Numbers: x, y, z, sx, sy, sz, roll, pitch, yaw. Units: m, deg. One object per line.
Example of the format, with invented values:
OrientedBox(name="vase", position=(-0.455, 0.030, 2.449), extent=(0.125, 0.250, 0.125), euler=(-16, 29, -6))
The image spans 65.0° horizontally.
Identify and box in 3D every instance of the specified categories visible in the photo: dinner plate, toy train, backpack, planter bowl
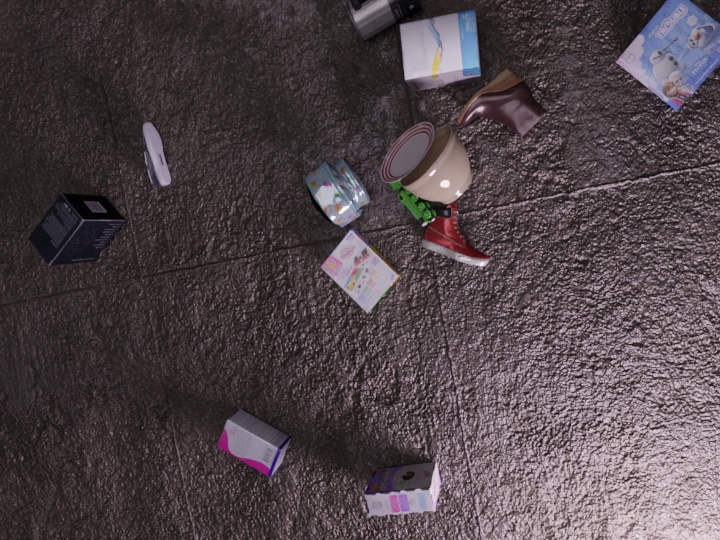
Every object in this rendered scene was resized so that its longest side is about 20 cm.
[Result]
OrientedBox(name="dinner plate", position=(0.132, -0.320, 1.551), extent=(0.024, 0.201, 0.201), euler=(33, 107, -29))
OrientedBox(name="toy train", position=(0.140, -0.208, 1.599), extent=(0.056, 0.041, 0.202), euler=(-46, 70, 33))
OrientedBox(name="backpack", position=(-0.067, -0.220, 1.589), extent=(0.152, 0.200, 0.178), euler=(-33, 87, 15))
OrientedBox(name="planter bowl", position=(0.219, -0.268, 1.529), extent=(0.134, 0.201, 0.201), euler=(36, 105, -20))

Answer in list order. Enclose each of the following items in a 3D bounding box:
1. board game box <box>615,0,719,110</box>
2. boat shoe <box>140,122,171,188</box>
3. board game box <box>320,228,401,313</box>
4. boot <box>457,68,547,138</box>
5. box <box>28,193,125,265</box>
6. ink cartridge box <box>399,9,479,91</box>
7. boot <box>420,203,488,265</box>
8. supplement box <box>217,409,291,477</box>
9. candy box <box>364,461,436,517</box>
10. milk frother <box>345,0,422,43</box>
OrientedBox(name="board game box", position=(0.788, -0.548, 1.413), extent=(0.198, 0.043, 0.201), euler=(41, 104, 9))
OrientedBox(name="boat shoe", position=(-0.666, -0.365, 1.801), extent=(0.066, 0.072, 0.205), euler=(-13, 99, 14))
OrientedBox(name="board game box", position=(0.000, 0.000, 1.676), extent=(0.200, 0.040, 0.153), euler=(44, 104, 7))
OrientedBox(name="boot", position=(0.378, -0.419, 1.517), extent=(0.199, 0.072, 0.167), euler=(-40, 83, 11))
OrientedBox(name="box", position=(-0.907, -0.132, 1.817), extent=(0.124, 0.200, 0.197), euler=(45, 104, 8))
OrientedBox(name="ink cartridge box", position=(0.215, -0.579, 1.506), extent=(0.195, 0.147, 0.150), euler=(-5, 95, 14))
OrientedBox(name="boot", position=(0.281, -0.104, 1.580), extent=(0.196, 0.072, 0.147), euler=(22, 99, 15))
OrientedBox(name="supplement box", position=(-0.335, 0.543, 1.789), extent=(0.197, 0.103, 0.103), euler=(26, 102, 9))
OrientedBox(name="candy box", position=(0.126, 0.635, 1.644), extent=(0.195, 0.168, 0.073), euler=(-12, 93, 15))
OrientedBox(name="milk frother", position=(0.048, -0.774, 1.551), extent=(0.185, 0.181, 0.203), euler=(-23, 47, 15))
